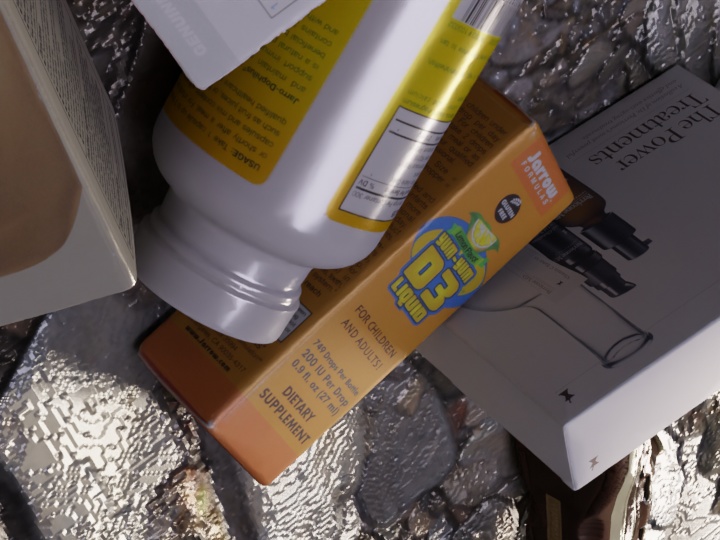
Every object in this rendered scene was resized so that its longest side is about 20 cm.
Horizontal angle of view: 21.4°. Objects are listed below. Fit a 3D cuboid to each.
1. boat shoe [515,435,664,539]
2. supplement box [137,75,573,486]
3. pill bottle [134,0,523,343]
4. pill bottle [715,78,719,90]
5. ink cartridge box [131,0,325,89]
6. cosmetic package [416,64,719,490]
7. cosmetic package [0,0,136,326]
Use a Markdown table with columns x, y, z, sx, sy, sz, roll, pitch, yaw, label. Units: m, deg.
| x | y | z | sx | sy | sz | roll | pitch | yaw | label |
| --- | --- | --- | --- | --- | --- | --- | --- | --- | --- |
| 0.133 | 0.103 | 1.069 | 0.075 | 0.075 | 0.202 | -38 | 147 | -33 | boat shoe |
| 0.000 | 0.000 | 0.865 | 0.200 | 0.069 | 0.067 | -45 | 141 | -6 | supplement box |
| -0.016 | -0.073 | 0.764 | 0.104 | 0.104 | 0.200 | 17 | 109 | -47 | pill bottle |
| 0.277 | -0.044 | 0.969 | 0.114 | 0.200 | 0.114 | -24 | 134 | -27 | pill bottle |
| -0.021 | -0.187 | 0.662 | 0.200 | 0.057 | 0.163 | -35 | 103 | 7 | ink cartridge box |
| 0.129 | -0.004 | 0.910 | 0.200 | 0.151 | 0.052 | -33 | 137 | -18 | cosmetic package |
| -0.141 | -0.084 | 0.636 | 0.071 | 0.105 | 0.200 | -16 | 134 | 3 | cosmetic package |
